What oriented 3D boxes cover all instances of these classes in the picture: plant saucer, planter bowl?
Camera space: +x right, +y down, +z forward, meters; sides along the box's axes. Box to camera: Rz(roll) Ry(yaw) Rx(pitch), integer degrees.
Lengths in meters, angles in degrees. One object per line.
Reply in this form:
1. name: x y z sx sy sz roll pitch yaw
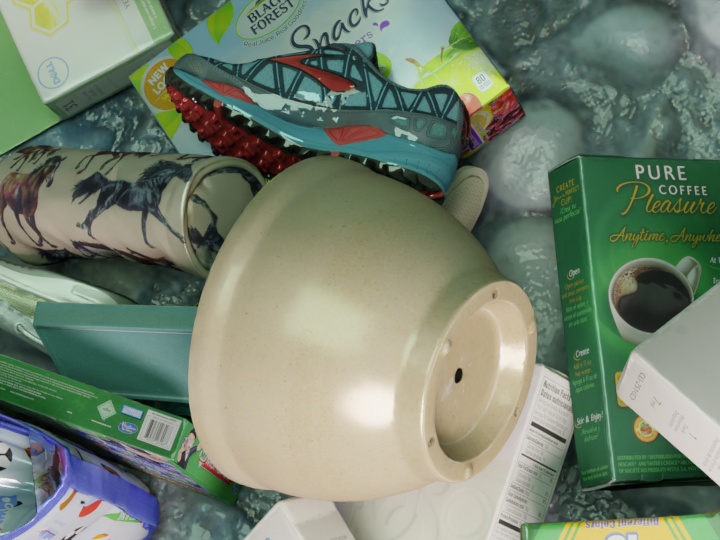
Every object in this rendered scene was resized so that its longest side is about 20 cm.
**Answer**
1. plant saucer: -0.127 0.053 1.512 0.200 0.070 0.019 0 36 44
2. planter bowl: 0.016 0.047 1.405 0.135 0.200 0.200 18 81 31

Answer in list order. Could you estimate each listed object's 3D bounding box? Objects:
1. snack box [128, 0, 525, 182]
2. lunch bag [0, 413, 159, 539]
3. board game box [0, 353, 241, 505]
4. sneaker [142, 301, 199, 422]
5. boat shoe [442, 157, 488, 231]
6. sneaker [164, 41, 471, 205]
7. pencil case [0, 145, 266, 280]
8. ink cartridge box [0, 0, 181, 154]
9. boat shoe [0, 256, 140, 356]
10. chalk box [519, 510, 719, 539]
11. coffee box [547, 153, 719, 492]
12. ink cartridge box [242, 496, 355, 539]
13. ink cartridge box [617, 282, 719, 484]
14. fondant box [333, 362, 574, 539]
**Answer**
1. snack box: -0.023 -0.114 1.605 0.200 0.068 0.169 -35 71 3
2. lunch bag: -0.243 0.150 1.543 0.200 0.170 0.124 -11 72 14
3. board game box: -0.182 0.091 1.559 0.200 0.135 0.029 18 79 18
4. sneaker: -0.078 0.052 1.535 0.077 0.200 0.080 -34 94 -36
5. boat shoe: 0.000 0.000 1.564 0.200 0.072 0.068 -48 60 9
6. sneaker: -0.024 -0.101 1.540 0.200 0.079 0.096 20 64 15
7. pencil case: -0.146 -0.036 1.571 0.200 0.089 0.078 5 70 41
8. ink cartridge box: -0.235 -0.167 1.687 0.200 0.048 0.146 -27 71 4
9. boat shoe: -0.245 0.024 1.628 0.202 0.074 0.065 15 84 8
10. chalk box: 0.167 0.249 1.432 0.124 0.125 0.200 -5 76 14
11. coffee box: 0.183 0.031 1.489 0.123 0.044 0.200 -1 78 -25
12. ink cartridge box: -0.041 0.260 1.472 0.176 0.045 0.200 56 128 21
13. ink cartridge box: 0.279 0.065 1.429 0.200 0.045 0.176 -35 67 -31
14. fondant box: 0.038 0.145 1.503 0.144 0.058 0.200 12 77 39
